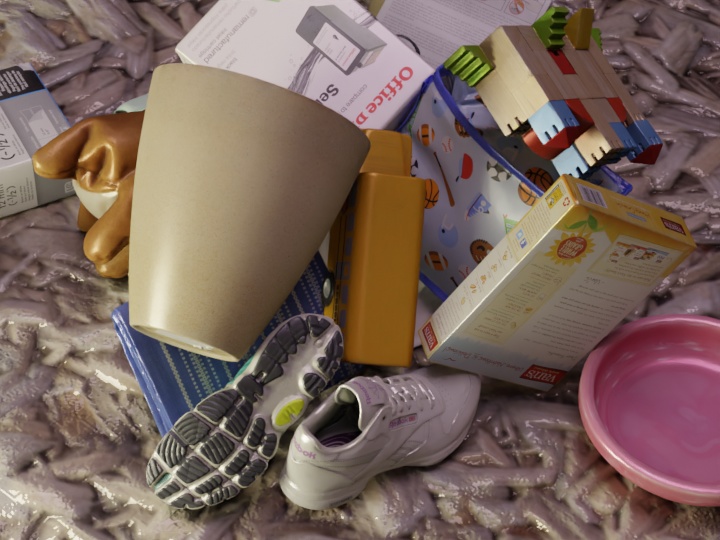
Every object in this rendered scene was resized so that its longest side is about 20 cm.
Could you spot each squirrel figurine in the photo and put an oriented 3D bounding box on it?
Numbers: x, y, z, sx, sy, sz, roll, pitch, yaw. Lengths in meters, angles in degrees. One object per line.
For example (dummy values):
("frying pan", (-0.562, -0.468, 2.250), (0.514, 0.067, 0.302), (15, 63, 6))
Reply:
("squirrel figurine", (-0.158, -0.060, 1.472), (0.200, 0.142, 0.187), (-37, 64, -15))

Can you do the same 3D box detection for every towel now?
("towel", (-0.101, 0.060, 1.392), (0.199, 0.024, 0.145), (-26, 93, -28))

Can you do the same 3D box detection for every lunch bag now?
("lunch bag", (0.111, -0.064, 1.448), (0.200, 0.170, 0.124), (39, 38, 14))

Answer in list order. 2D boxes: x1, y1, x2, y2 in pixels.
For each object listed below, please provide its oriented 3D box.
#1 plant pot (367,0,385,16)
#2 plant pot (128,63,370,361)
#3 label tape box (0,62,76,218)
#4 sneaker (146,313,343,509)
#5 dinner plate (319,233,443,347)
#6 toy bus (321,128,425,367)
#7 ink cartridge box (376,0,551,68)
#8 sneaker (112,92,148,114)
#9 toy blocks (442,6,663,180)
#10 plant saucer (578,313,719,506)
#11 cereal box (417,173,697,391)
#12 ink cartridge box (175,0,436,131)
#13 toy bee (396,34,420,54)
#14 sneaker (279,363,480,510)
("plant pot", (0.106, -0.304, 1.749), (0.199, 0.135, 0.201), (1, 45, -1))
("plant pot", (-0.111, -0.036, 1.313), (0.187, 0.187, 0.201), (16, 79, 12))
("label tape box", (-0.382, -0.113, 1.571), (0.199, 0.066, 0.143), (-18, 49, -23))
("sneaker", (-0.089, 0.116, 1.331), (0.200, 0.080, 0.078), (-43, 94, -8))
("dinner plate", (0.000, 0.000, 1.515), (0.199, 0.024, 0.201), (2, 46, -2))
("toy bus", (0.012, -0.020, 1.397), (0.065, 0.078, 0.201), (6, 87, -21))
("ink cartridge box", (0.102, -0.244, 1.659), (0.162, 0.057, 0.201), (26, 82, 17))
("sneaker", (-0.153, -0.126, 1.582), (0.200, 0.074, 0.118), (23, 40, 40))
("toy blocks", (0.172, -0.135, 1.368), (0.200, 0.100, 0.137), (-10, 65, -54))
("plant saucer", (0.282, 0.124, 1.390), (0.199, 0.051, 0.201), (3, 45, -3))
("cereal box", (0.161, 0.016, 1.355), (0.143, 0.200, 0.040), (17, 39, -36))
("ink cartridge box", (-0.044, -0.180, 1.496), (0.200, 0.084, 0.146), (41, 84, 13))
("toy bee", (-0.052, -0.171, 1.593), (0.131, 0.200, 0.109), (40, 55, -9))
("sneaker", (0.025, 0.121, 1.340), (0.200, 0.100, 0.075), (-28, 55, -29))
